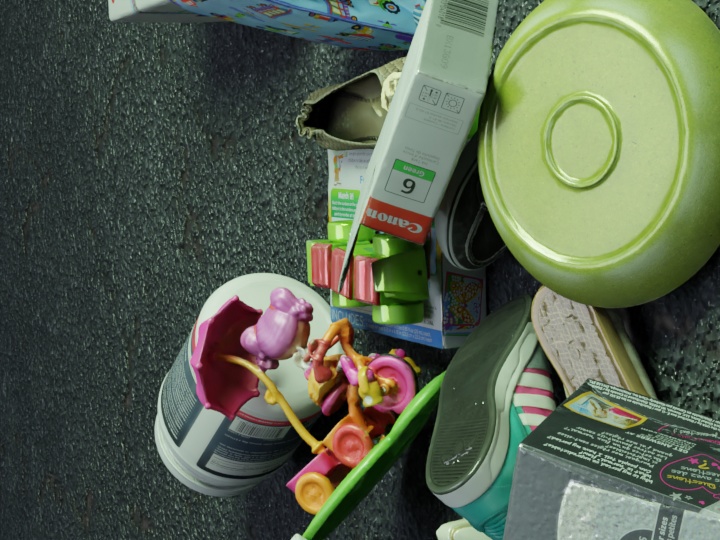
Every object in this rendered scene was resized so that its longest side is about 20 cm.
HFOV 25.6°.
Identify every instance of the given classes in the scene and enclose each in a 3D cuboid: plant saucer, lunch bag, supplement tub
[{"bbox_3d":[0.140,-0.078,0.956,0.199,0.031,0.203,2,94,44],"label":"plant saucer"},{"bbox_3d":[-0.049,-0.215,1.209,0.150,0.198,0.095,13,106,62],"label":"lunch bag"},{"bbox_3d":[-0.104,0.108,1.437,0.200,0.139,0.142,-55,46,51],"label":"supplement tub"}]

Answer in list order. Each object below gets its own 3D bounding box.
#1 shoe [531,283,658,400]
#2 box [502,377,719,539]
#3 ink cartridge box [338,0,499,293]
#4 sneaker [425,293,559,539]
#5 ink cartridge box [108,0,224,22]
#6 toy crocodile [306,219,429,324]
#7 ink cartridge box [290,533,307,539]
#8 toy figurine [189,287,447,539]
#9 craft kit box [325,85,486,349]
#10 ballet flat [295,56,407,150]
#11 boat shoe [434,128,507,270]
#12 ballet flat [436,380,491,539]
[{"bbox_3d":[0.166,0.097,0.993,0.070,0.053,0.202,-26,71,32],"label":"shoe"},{"bbox_3d":[0.152,0.188,0.899,0.131,0.115,0.202,17,114,24],"label":"box"},{"bbox_3d":[0.038,-0.082,1.073,0.110,0.050,0.201,-77,5,-48],"label":"ink cartridge box"},{"bbox_3d":[0.116,0.113,1.056,0.083,0.121,0.201,-31,22,34],"label":"sneaker"},{"bbox_3d":[-0.137,-0.309,1.437,0.199,0.144,0.149,6,100,63],"label":"ink cartridge box"},{"bbox_3d":[0.000,0.000,1.203,0.200,0.061,0.068,-164,72,-63],"label":"toy crocodile"},{"bbox_3d":[-0.004,0.306,1.201,0.115,0.199,0.068,-49,20,13],"label":"ink cartridge box"},{"bbox_3d":[-0.046,0.087,1.241,0.184,0.150,0.201,43,118,10],"label":"toy figurine"},{"bbox_3d":[0.032,-0.049,1.246,0.199,0.048,0.200,11,106,63],"label":"craft kit box"},{"bbox_3d":[0.001,-0.122,1.201,0.199,0.046,0.068,3,96,64],"label":"ballet flat"},{"bbox_3d":[0.108,-0.064,1.056,0.064,0.070,0.201,64,144,38],"label":"boat shoe"},{"bbox_3d":[0.084,0.166,1.141,0.072,0.071,0.203,-9,86,64],"label":"ballet flat"}]
